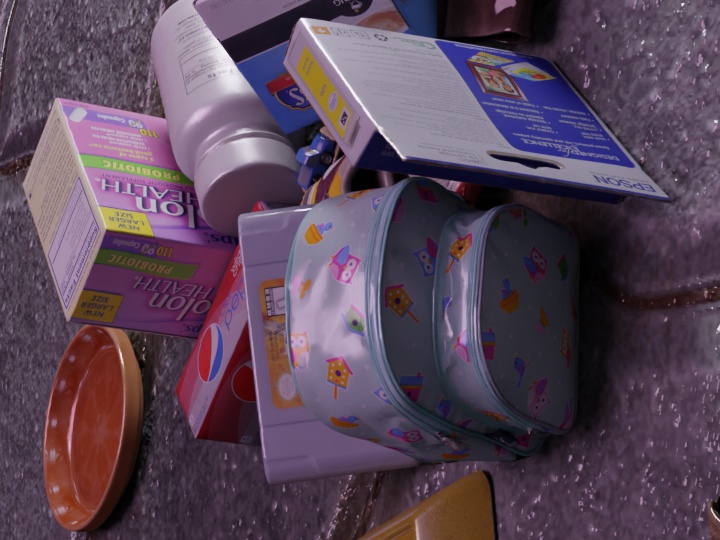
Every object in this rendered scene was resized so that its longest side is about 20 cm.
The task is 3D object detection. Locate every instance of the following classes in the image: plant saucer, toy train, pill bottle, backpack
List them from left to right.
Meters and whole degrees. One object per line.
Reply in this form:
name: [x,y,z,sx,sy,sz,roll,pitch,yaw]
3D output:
plant saucer: [-0.254,0.151,2.125,0.200,0.032,0.202,-28,58,57]
pill bottle: [-0.107,-0.131,1.854,0.115,0.114,0.201,-55,37,38]
toy train: [-0.012,-0.143,1.754,0.034,0.046,0.201,38,115,59]
plant saucer: [0.027,0.261,1.555,0.200,0.048,0.201,-38,50,51]
backpack: [0.048,0.031,1.430,0.153,0.199,0.177,-9,71,44]

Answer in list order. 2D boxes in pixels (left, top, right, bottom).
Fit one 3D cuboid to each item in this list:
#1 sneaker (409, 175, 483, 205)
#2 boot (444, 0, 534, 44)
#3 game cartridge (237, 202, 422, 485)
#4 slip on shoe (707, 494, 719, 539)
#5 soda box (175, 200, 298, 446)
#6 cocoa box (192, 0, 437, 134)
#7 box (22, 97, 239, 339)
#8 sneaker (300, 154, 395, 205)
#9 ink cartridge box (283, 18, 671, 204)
sneaker: [0.035,-0.101,1.618,0.200,0.082,0.078,52,127,53]
boot: [0.075,-0.250,1.599,0.200,0.072,0.168,14,92,58]
game cartridge: [-0.015,0.048,1.611,0.042,0.132,0.202,22,-120,-75]
slip on shoe: [0.217,0.145,1.226,0.076,0.060,0.201,46,122,56]
soda box: [-0.084,0.045,1.811,0.201,0.063,0.070,-66,31,26]
cocoa box: [-0.027,-0.224,1.621,0.133,0.131,0.201,-22,34,19]
box: [-0.176,-0.042,1.888,0.097,0.175,0.200,-63,32,29]
sneaker: [0.000,0.000,1.660,0.090,0.075,0.201,-44,47,49]
ink cartridge box: [0.072,-0.091,1.425,0.047,0.196,0.200,-68,30,27]
